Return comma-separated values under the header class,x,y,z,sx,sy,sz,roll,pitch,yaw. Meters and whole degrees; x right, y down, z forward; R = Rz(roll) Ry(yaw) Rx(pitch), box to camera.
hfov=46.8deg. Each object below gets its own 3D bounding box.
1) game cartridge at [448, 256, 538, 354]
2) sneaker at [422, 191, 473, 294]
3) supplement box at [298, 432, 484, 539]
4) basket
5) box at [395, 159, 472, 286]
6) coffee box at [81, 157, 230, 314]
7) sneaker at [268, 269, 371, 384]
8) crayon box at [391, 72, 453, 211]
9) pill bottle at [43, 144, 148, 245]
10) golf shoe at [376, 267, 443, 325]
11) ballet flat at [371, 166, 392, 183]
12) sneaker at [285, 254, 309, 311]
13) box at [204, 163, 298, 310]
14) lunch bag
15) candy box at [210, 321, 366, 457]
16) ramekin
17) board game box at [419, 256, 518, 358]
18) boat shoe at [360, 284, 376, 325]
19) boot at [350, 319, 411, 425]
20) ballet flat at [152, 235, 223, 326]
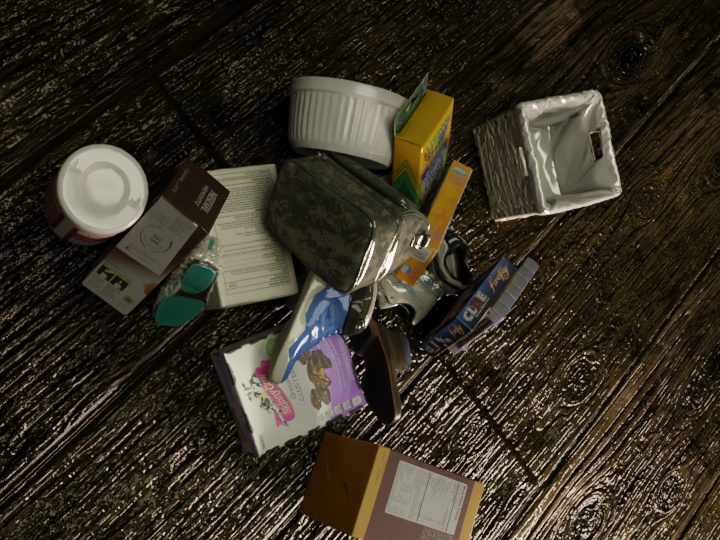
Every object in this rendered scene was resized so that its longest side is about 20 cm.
class,x,y,z,sx,sy,sz,roll,pitch,yaw
game cartridge,0.222,0.063,1.406,0.038,0.200,0.130,43,62,3
sneaker,0.147,-0.059,1.445,0.075,0.088,0.201,-22,94,-25
supplement box,0.046,0.355,1.293,0.199,0.197,0.134,25,75,-23
basket,0.339,-0.204,1.516,0.199,0.161,0.200,-14,92,-27
box,0.122,-0.085,1.342,0.041,0.119,0.201,25,58,-2
coffee box,-0.280,-0.046,1.143,0.080,0.200,0.115,40,32,-18
sneaker,-0.053,0.090,1.232,0.111,0.077,0.201,25,86,-13
crayon box,0.097,-0.192,1.320,0.051,0.201,0.126,21,54,17
pill bottle,-0.362,-0.094,1.118,0.113,0.200,0.115,2,85,-27
golf shoe,0.048,0.015,1.396,0.199,0.078,0.098,36,77,-19
ballet flat,0.036,-0.146,1.400,0.200,0.069,0.070,-36,102,-37
sneaker,-0.099,-0.046,1.315,0.120,0.083,0.201,35,63,-26
box,-0.186,-0.049,1.257,0.127,0.109,0.202,-10,90,-29
lunch bag,-0.015,-0.080,1.200,0.167,0.200,0.140,-17,137,-51
candy box,-0.111,0.171,1.298,0.199,0.071,0.169,-21,96,-28
ramekin,-0.022,-0.227,1.315,0.199,0.200,0.106,11,91,-26
board game box,0.176,0.065,1.386,0.035,0.200,0.136,40,67,2
boat shoe,0.000,0.000,1.314,0.068,0.074,0.202,13,81,-70
boot,0.054,0.163,1.346,0.096,0.075,0.201,15,42,-34
ballet flat,-0.240,0.014,1.189,0.071,0.200,0.072,17,54,-25
